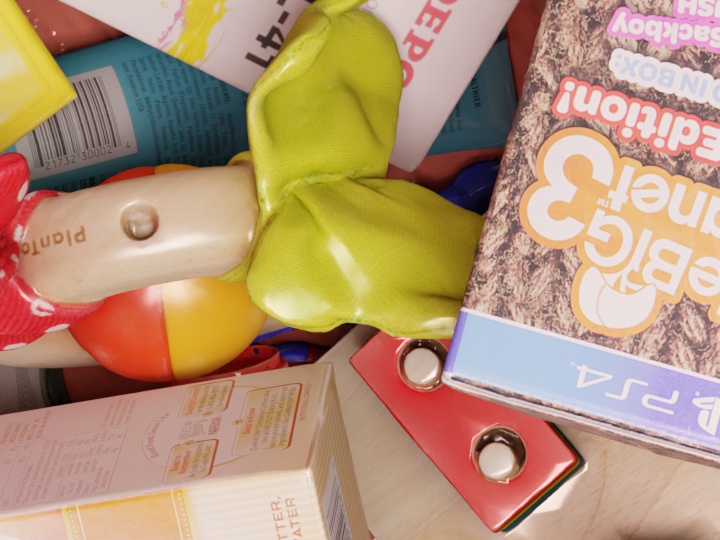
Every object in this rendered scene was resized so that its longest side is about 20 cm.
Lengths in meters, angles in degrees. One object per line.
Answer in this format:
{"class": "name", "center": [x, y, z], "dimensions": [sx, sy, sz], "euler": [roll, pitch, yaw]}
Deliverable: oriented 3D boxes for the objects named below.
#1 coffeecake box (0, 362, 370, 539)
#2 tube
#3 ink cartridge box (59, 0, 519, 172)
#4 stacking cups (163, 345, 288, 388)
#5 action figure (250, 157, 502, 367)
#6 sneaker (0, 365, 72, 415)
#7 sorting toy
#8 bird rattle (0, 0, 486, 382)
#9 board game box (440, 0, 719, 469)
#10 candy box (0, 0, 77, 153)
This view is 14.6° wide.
{"class": "coffeecake box", "center": [-0.091, 0.124, 0.796], "dimensions": [0.198, 0.073, 0.155], "euler": [-10, 111, 9]}
{"class": "tube", "center": [-0.038, -0.057, 0.913], "dimensions": [0.199, 0.050, 0.078], "euler": [-15, 112, -21]}
{"class": "ink cartridge box", "center": [-0.036, -0.142, 0.825], "dimensions": [0.199, 0.086, 0.148], "euler": [26, 120, -11]}
{"class": "stacking cups", "center": [-0.020, 0.124, 0.897], "dimensions": [0.060, 0.060, 0.202], "euler": [-11, 102, -15]}
{"class": "action figure", "center": [0.000, 0.000, 0.941], "dimensions": [0.199, 0.052, 0.066], "euler": [-13, 114, -13]}
{"class": "sneaker", "center": [-0.088, 0.104, 0.889], "dimensions": [0.079, 0.074, 0.201], "euler": [-26, 88, -1]}
{"class": "sorting toy", "center": [0.105, 0.051, 0.869], "dimensions": [0.200, 0.070, 0.199], "euler": [-41, 80, 3]}
{"class": "bird rattle", "center": [-0.062, 0.003, 0.792], "dimensions": [0.199, 0.163, 0.113], "euler": [-20, 76, -3]}
{"class": "board game box", "center": [0.104, -0.048, 0.762], "dimensions": [0.096, 0.159, 0.201], "euler": [15, 87, 11]}
{"class": "candy box", "center": [-0.186, -0.032, 0.786], "dimensions": [0.200, 0.026, 0.103], "euler": [-38, 120, -9]}
